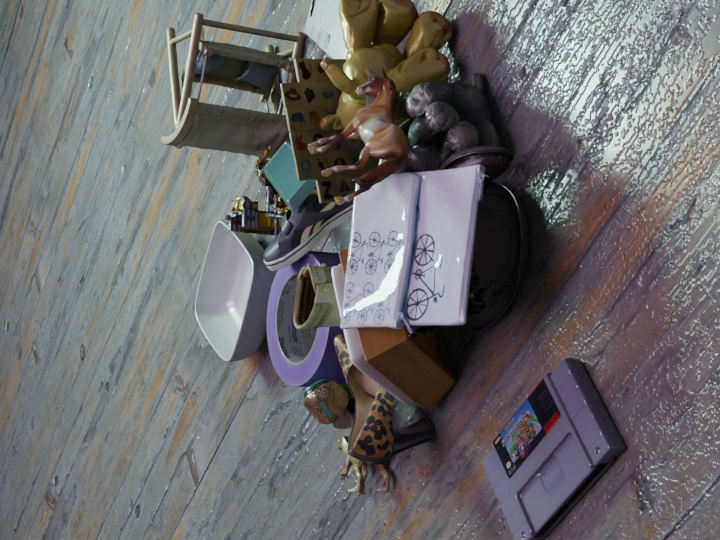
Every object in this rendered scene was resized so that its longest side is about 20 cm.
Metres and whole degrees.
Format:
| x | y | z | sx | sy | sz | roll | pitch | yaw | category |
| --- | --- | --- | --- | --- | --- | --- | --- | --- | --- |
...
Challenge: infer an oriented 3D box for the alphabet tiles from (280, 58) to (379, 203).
| x | y | z | sx | sy | sz | roll | pitch | yaw | category |
| --- | --- | --- | --- | --- | --- | --- | --- | --- | --- |
| -0.038 | -0.197 | 1.747 | 0.006 | 0.166 | 0.202 | -11 | 89 | 46 | alphabet tiles |

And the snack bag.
| x | y | z | sx | sy | sz | roll | pitch | yaw | category |
| --- | --- | --- | --- | --- | --- | --- | --- | --- | --- |
| 0.057 | -0.024 | 1.438 | 0.199 | 0.021 | 0.191 | -1 | 78 | 46 | snack bag |

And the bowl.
| x | y | z | sx | sy | sz | roll | pitch | yaw | category |
| --- | --- | --- | --- | --- | --- | --- | --- | --- | --- |
| -0.202 | 0.035 | 2.109 | 0.200 | 0.074 | 0.201 | 45 | 124 | 51 | bowl |

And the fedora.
| x | y | z | sx | sy | sz | roll | pitch | yaw | category |
| --- | --- | --- | --- | --- | --- | --- | --- | --- | --- |
| 0.121 | -0.021 | 1.550 | 0.200 | 0.090 | 0.178 | -48 | 47 | 46 | fedora |

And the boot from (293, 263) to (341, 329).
| x | y | z | sx | sy | sz | roll | pitch | yaw | category |
| --- | --- | --- | --- | --- | --- | --- | --- | --- | --- |
| 0.000 | 0.000 | 1.690 | 0.072 | 0.153 | 0.201 | 55 | 131 | 47 | boot |

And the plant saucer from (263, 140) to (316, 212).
| x | y | z | sx | sy | sz | roll | pitch | yaw | category |
| --- | --- | --- | --- | --- | --- | --- | --- | --- | --- |
| -0.102 | -0.143 | 1.835 | 0.070 | 0.019 | 0.200 | -49 | 23 | 5 | plant saucer |

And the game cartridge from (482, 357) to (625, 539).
| x | y | z | sx | sy | sz | roll | pitch | yaw | category |
| --- | --- | --- | --- | --- | --- | --- | --- | --- | --- |
| 0.212 | 0.209 | 1.426 | 0.201 | 0.038 | 0.130 | -59 | 44 | 37 | game cartridge |

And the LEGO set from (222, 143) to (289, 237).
| x | y | z | sx | sy | sz | roll | pitch | yaw | category |
| --- | --- | --- | --- | --- | --- | --- | --- | --- | --- |
| -0.143 | -0.127 | 1.984 | 0.199 | 0.115 | 0.156 | 5 | 91 | 59 | LEGO set |

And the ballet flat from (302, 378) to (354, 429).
| x | y | z | sx | sy | sz | roll | pitch | yaw | category |
| --- | --- | --- | --- | --- | --- | --- | --- | --- | --- |
| -0.033 | 0.192 | 1.740 | 0.070 | 0.200 | 0.066 | -35 | 78 | 9 | ballet flat |

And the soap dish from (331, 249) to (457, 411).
| x | y | z | sx | sy | sz | roll | pitch | yaw | category |
| --- | --- | --- | --- | --- | --- | --- | --- | --- | --- |
| 0.045 | 0.073 | 1.585 | 0.081 | 0.200 | 0.159 | -23 | 59 | 15 | soap dish |

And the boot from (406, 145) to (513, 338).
| x | y | z | sx | sy | sz | roll | pitch | yaw | category |
| --- | --- | --- | --- | --- | --- | --- | --- | --- | --- |
| 0.116 | -0.030 | 1.444 | 0.199 | 0.069 | 0.175 | -35 | 57 | 32 | boot |

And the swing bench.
| x | y | z | sx | sy | sz | roll | pitch | yaw | category |
| --- | --- | --- | --- | --- | --- | --- | --- | --- | --- |
| -0.207 | -0.293 | 2.035 | 0.129 | 0.197 | 0.202 | -4 | 83 | 59 | swing bench |

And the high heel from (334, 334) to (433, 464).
| x | y | z | sx | sy | sz | roll | pitch | yaw | category |
| --- | --- | --- | --- | --- | --- | --- | --- | --- | --- |
| -0.007 | 0.163 | 1.641 | 0.200 | 0.142 | 0.072 | 49 | 127 | 25 | high heel |

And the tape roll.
| x | y | z | sx | sy | sz | roll | pitch | yaw | category |
| --- | --- | --- | --- | --- | --- | --- | --- | --- | --- |
| -0.059 | 0.072 | 1.851 | 0.199 | 0.084 | 0.202 | -12 | 77 | 59 | tape roll |

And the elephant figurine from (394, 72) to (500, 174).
| x | y | z | sx | sy | sz | roll | pitch | yaw | category |
| --- | --- | --- | --- | --- | --- | --- | --- | --- | --- |
| 0.076 | -0.139 | 1.586 | 0.200 | 0.154 | 0.142 | -51 | 54 | 37 | elephant figurine |

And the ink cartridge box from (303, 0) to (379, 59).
| x | y | z | sx | sy | sz | roll | pitch | yaw | category |
| --- | --- | --- | --- | --- | --- | --- | --- | --- | --- |
| -0.016 | -0.371 | 1.869 | 0.200 | 0.050 | 0.110 | 49 | 128 | 52 | ink cartridge box |

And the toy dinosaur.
| x | y | z | sx | sy | sz | roll | pitch | yaw | category |
| --- | --- | --- | --- | --- | --- | --- | --- | --- | --- |
| 0.010 | 0.257 | 1.737 | 0.200 | 0.058 | 0.102 | -24 | 64 | 56 | toy dinosaur |

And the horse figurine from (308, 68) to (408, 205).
| x | y | z | sx | sy | sz | roll | pitch | yaw | category |
| --- | --- | --- | --- | --- | --- | --- | --- | --- | --- |
| 0.008 | -0.152 | 1.502 | 0.050 | 0.132 | 0.201 | 60 | -177 | -37 | horse figurine |

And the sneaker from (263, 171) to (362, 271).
| x | y | z | sx | sy | sz | roll | pitch | yaw | category |
| --- | --- | --- | --- | --- | --- | --- | --- | --- | --- |
| -0.075 | -0.085 | 1.816 | 0.199 | 0.080 | 0.079 | -38 | 24 | 10 | sneaker |

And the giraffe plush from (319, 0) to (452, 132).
| x | y | z | sx | sy | sz | roll | pitch | yaw | category |
| --- | --- | --- | --- | --- | --- | --- | --- | --- | --- |
| 0.023 | -0.251 | 1.687 | 0.162 | 0.171 | 0.201 | 111 | -177 | -61 | giraffe plush |
